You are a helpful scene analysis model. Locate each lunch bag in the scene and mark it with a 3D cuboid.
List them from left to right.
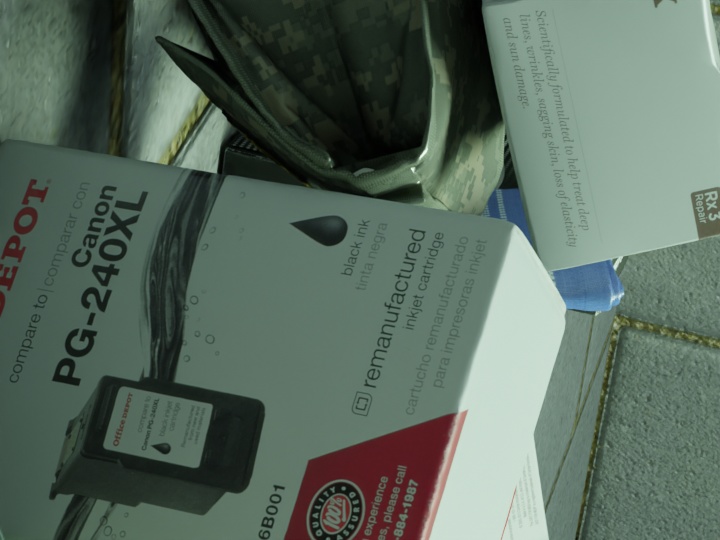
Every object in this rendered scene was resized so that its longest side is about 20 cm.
[{"bbox_3d":[-0.013,-0.105,0.965,0.164,0.117,0.200,38,35,-78],"label":"lunch bag"}]

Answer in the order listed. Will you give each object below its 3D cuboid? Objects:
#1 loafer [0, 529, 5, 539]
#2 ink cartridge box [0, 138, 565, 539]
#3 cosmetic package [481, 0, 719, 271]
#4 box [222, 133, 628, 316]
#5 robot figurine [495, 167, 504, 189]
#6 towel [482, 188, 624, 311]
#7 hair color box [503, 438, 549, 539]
[{"bbox_3d":[-0.152,0.049,0.801,0.072,0.063,0.200,-31,140,-30],"label":"loafer"},{"bbox_3d":[-0.049,0.047,0.902,0.083,0.200,0.145,53,50,-61],"label":"ink cartridge box"},{"bbox_3d":[0.086,-0.099,0.974,0.200,0.081,0.113,-88,166,-62],"label":"cosmetic package"},{"bbox_3d":[0.049,-0.054,1.315,0.200,0.193,0.048,-53,157,-63],"label":"box"},{"bbox_3d":[0.007,-0.115,1.162,0.200,0.125,0.151,52,46,-72],"label":"robot figurine"},{"bbox_3d":[0.000,0.000,1.044,0.145,0.200,0.024,-94,179,-74],"label":"towel"},{"bbox_3d":[-0.019,0.118,1.170,0.061,0.200,0.099,53,-17,41],"label":"hair color box"}]
